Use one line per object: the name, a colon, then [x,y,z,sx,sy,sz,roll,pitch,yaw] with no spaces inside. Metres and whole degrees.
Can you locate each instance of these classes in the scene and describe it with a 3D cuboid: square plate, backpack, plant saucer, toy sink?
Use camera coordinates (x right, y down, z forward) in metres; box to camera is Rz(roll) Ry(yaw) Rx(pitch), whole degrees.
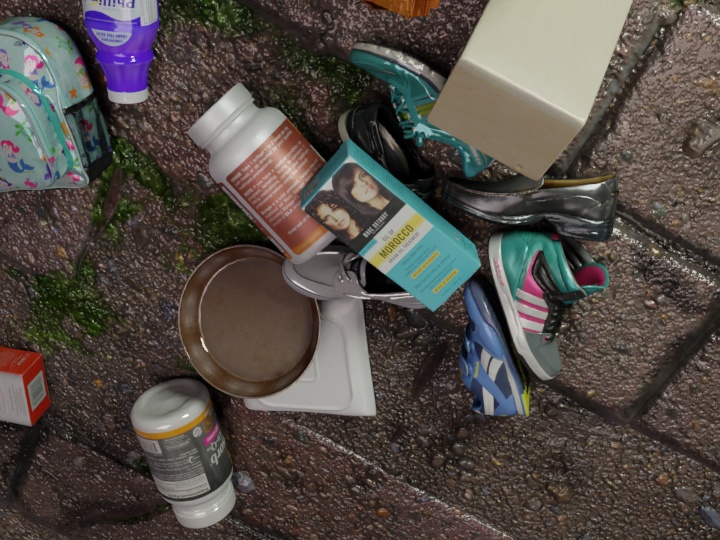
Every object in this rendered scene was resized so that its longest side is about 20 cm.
square plate: [-0.085,0.120,1.172,0.198,0.029,0.200,1,119,15]
backpack: [-0.409,-0.193,1.022,0.176,0.151,0.202,0,114,16]
plant saucer: [-0.142,0.066,1.121,0.198,0.034,0.203,1,95,15]
toy sink: [0.170,-0.214,0.854,0.130,0.201,0.112,27,151,-2]

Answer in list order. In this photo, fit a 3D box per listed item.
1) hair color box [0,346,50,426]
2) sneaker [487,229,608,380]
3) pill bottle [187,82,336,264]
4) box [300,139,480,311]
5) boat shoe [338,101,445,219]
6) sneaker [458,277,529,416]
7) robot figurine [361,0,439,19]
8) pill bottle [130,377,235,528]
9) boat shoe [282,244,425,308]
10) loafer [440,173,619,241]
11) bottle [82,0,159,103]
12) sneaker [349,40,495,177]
hair color box: [-0.585,0.167,1.314,0.198,0.061,0.102,9,120,9]
sneaker: [0.236,0.036,1.011,0.120,0.084,0.201,-10,114,31]
pill bottle: [-0.102,-0.114,0.996,0.112,0.112,0.200,-35,105,29]
box: [0.035,-0.047,0.945,0.199,0.049,0.082,37,111,-21]
boat shoe: [0.054,-0.106,0.979,0.066,0.074,0.200,-21,103,44]
sneaker: [0.155,0.104,1.073,0.082,0.074,0.201,-10,114,22]
robot figurine: [-0.001,-0.328,0.841,0.200,0.058,0.146,38,130,34]
pill bottle: [-0.252,0.268,1.249,0.115,0.117,0.202,-4,118,17]
boat shoe: [0.000,0.000,1.048,0.198,0.074,0.065,4,164,4]
loafer: [0.190,-0.089,0.962,0.198,0.073,0.073,9,112,-1]
bottle: [-0.271,-0.292,0.970,0.083,0.065,0.202,9,120,8]
sneaker: [0.068,-0.178,0.924,0.199,0.078,0.080,35,100,-5]
